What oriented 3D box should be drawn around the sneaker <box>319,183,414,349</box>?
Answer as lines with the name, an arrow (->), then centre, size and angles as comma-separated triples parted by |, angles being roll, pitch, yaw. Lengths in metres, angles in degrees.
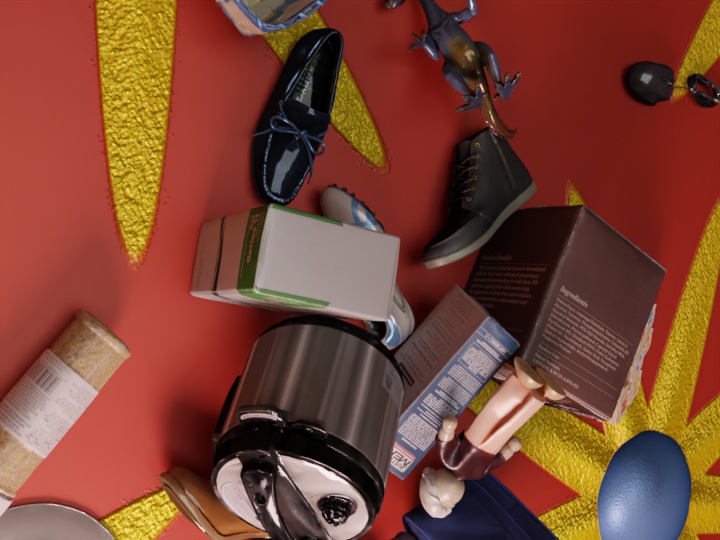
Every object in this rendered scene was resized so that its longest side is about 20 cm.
sneaker -> 0.000, 0.000, 0.954 | 0.072, 0.071, 0.203 | -32, 105, -30

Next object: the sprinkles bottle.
sprinkles bottle -> -0.304, 0.135, 0.792 | 0.068, 0.068, 0.201 | 44, 72, -22

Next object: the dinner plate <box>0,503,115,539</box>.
dinner plate -> -0.321, 0.331, 0.817 | 0.196, 0.024, 0.205 | -1, 92, -30

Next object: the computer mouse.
computer mouse -> 0.463, -0.268, 1.222 | 0.196, 0.034, 0.060 | 0, 91, -29

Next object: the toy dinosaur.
toy dinosaur -> 0.097, -0.259, 0.990 | 0.104, 0.183, 0.201 | -29, 147, -8

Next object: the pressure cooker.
pressure cooker -> -0.052, 0.168, 0.813 | 0.173, 0.179, 0.203 | 26, 46, -12

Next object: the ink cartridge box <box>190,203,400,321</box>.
ink cartridge box -> -0.072, -0.003, 0.843 | 0.144, 0.199, 0.085 | 13, 82, -28

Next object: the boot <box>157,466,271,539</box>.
boot -> -0.110, 0.224, 0.906 | 0.200, 0.073, 0.156 | 47, 69, -30

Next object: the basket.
basket -> -0.076, -0.322, 0.826 | 0.176, 0.199, 0.140 | -45, 111, -21

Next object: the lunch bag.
lunch bag -> 0.158, 0.331, 0.975 | 0.131, 0.199, 0.138 | -34, 140, -22

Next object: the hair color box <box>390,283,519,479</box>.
hair color box -> 0.079, 0.124, 0.952 | 0.060, 0.100, 0.201 | 39, 95, -25

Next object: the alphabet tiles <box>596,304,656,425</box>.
alphabet tiles -> 0.365, 0.106, 1.134 | 0.195, 0.014, 0.204 | -38, 134, -44

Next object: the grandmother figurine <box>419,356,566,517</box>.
grandmother figurine -> 0.129, 0.188, 0.914 | 0.120, 0.061, 0.202 | 28, 107, -24

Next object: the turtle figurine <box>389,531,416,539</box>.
turtle figurine -> -0.011, 0.336, 0.896 | 0.199, 0.147, 0.103 | 3, 75, -63

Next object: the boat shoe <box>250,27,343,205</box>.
boat shoe -> -0.070, -0.171, 0.911 | 0.083, 0.068, 0.205 | 13, 86, -28

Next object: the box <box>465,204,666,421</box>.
box -> 0.235, 0.049, 1.032 | 0.163, 0.165, 0.203 | 30, 78, -25

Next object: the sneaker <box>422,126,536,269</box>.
sneaker -> 0.125, -0.092, 1.027 | 0.199, 0.074, 0.107 | -41, 106, -31
